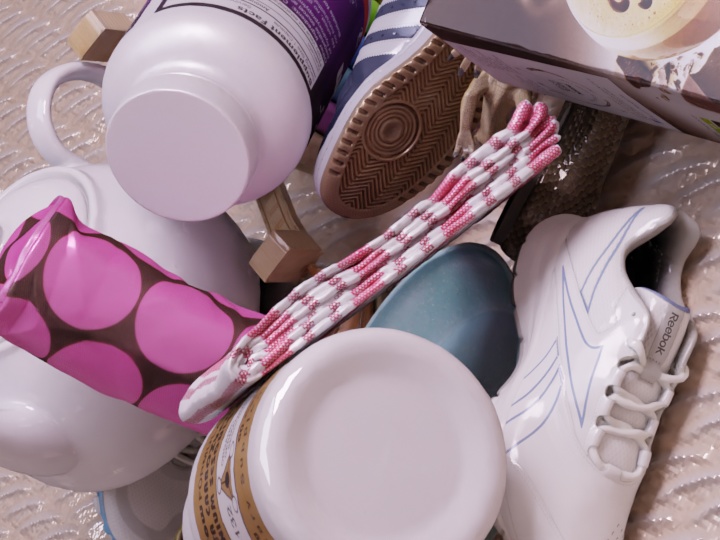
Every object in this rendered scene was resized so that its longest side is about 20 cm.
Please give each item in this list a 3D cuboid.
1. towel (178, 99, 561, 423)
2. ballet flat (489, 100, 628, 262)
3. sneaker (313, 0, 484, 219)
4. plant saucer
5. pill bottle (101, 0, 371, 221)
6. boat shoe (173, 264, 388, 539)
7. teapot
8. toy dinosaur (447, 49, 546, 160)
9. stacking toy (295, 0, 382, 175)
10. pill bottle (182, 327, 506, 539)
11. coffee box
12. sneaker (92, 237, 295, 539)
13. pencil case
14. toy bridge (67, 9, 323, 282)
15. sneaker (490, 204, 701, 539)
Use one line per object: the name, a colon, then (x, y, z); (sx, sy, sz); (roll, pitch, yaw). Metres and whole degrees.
towel: (0.000, 0.000, 1.331); (0.200, 0.030, 0.146); (-37, -2, -17)
ballet flat: (0.129, -0.089, 1.395); (0.201, 0.046, 0.067); (-61, 0, -4)
sneaker: (0.025, -0.129, 1.493); (0.201, 0.070, 0.108); (-57, 38, 8)
plant saucer: (0.035, 0.086, 1.404); (0.200, 0.036, 0.201); (-45, 32, 39)
pill bottle: (-0.068, -0.109, 1.505); (0.112, 0.112, 0.200); (-44, 13, 34)
boat shoe: (-0.042, 0.081, 1.516); (0.072, 0.068, 0.201); (-17, 52, 58)
teapot: (-0.160, 0.011, 1.564); (0.197, 0.146, 0.200); (-46, 36, 6)
toy dinosaur: (0.087, -0.120, 1.416); (0.201, 0.058, 0.101); (-61, -2, 31)
stacking toy: (-0.016, -0.161, 1.651); (0.085, 0.085, 0.201); (20, 85, 62)
pill bottle: (-0.017, 0.102, 1.295); (0.200, 0.114, 0.115); (139, 148, -68)
coffee box: (0.141, -0.127, 1.280); (0.199, 0.080, 0.114); (18, 83, 37)
sneaker: (-0.089, 0.067, 1.611); (0.086, 0.075, 0.201); (-1, 67, 53)
pencil case: (-0.092, 0.033, 1.426); (0.091, 0.199, 0.094); (-53, 19, 28)
toy bridge: (-0.082, -0.067, 1.577); (0.200, 0.067, 0.027); (50, 115, 23)
sneaker: (0.107, 0.052, 1.286); (0.087, 0.074, 0.201); (-23, 49, 44)
